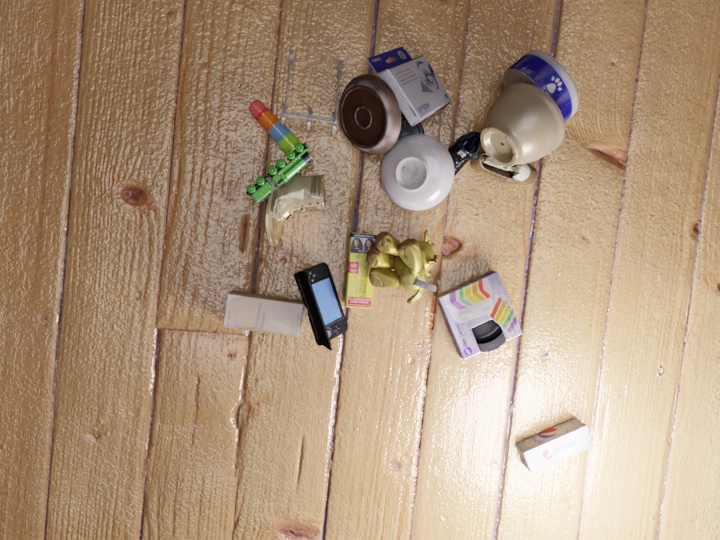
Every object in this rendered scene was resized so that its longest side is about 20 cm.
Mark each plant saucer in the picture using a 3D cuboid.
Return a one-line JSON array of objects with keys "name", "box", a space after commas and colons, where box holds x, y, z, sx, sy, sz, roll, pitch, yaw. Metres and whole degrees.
[{"name": "plant saucer", "box": [0.014, -0.391, 1.326, 0.032, 0.200, 0.201, -30, 97, -43]}]

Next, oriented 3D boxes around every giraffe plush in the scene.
[{"name": "giraffe plush", "box": [0.134, -0.030, 1.371, 0.200, 0.162, 0.173, 33, 127, 10]}]

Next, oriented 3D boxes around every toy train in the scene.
[{"name": "toy train", "box": [-0.203, -0.245, 1.323, 0.200, 0.042, 0.056, -40, 90, 1]}]

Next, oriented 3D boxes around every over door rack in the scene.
[{"name": "over door rack", "box": [-0.126, -0.459, 1.366, 0.147, 0.067, 0.201, 7, 80, -10]}]

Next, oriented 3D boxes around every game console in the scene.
[{"name": "game console", "box": [-0.084, 0.085, 1.334, 0.176, 0.116, 0.201, -23, 97, -48]}]

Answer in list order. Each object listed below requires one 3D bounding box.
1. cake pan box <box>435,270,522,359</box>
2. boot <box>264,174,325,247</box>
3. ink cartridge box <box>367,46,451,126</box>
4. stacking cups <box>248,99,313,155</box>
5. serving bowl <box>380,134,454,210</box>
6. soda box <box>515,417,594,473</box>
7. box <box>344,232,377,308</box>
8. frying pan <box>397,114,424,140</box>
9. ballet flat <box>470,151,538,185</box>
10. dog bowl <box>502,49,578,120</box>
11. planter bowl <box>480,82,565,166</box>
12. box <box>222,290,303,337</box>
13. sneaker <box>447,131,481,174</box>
[{"name": "cake pan box", "box": [0.328, 0.126, 1.447, 0.184, 0.052, 0.201, -22, 95, -1]}, {"name": "boot", "box": [-0.169, -0.158, 1.373, 0.155, 0.073, 0.201, 3, 87, -1]}, {"name": "ink cartridge box", "box": [0.131, -0.486, 1.337, 0.200, 0.041, 0.200, 54, 44, -6]}, {"name": "stacking cups", "box": [-0.212, -0.361, 1.372, 0.060, 0.061, 0.200, -43, 91, -1]}, {"name": "serving bowl", "box": [0.140, -0.254, 1.359, 0.199, 0.066, 0.201, 4, 102, 20]}, {"name": "soda box", "box": [0.549, 0.494, 1.480, 0.199, 0.063, 0.068, -23, 96, -3]}, {"name": "box", "box": [0.000, 0.000, 1.409, 0.075, 0.050, 0.201, 5, 93, -6]}, {"name": "frying pan", "box": [0.115, -0.328, 1.414, 0.115, 0.031, 0.191, 7, 90, -4]}, {"name": "ballet flat", "box": [0.398, -0.280, 1.417, 0.199, 0.072, 0.068, 17, 92, -6]}, {"name": "dog bowl", "box": [0.461, -0.458, 1.348, 0.079, 0.200, 0.200, -38, 96, 0]}, {"name": "planter bowl", "box": [0.390, -0.349, 1.321, 0.135, 0.200, 0.200, -40, 96, -14]}, {"name": "box", "box": [-0.253, 0.114, 1.379, 0.199, 0.078, 0.095, 7, 92, -6]}, {"name": "sneaker", "box": [0.244, -0.292, 1.383, 0.073, 0.112, 0.200, 39, 89, -5]}]
